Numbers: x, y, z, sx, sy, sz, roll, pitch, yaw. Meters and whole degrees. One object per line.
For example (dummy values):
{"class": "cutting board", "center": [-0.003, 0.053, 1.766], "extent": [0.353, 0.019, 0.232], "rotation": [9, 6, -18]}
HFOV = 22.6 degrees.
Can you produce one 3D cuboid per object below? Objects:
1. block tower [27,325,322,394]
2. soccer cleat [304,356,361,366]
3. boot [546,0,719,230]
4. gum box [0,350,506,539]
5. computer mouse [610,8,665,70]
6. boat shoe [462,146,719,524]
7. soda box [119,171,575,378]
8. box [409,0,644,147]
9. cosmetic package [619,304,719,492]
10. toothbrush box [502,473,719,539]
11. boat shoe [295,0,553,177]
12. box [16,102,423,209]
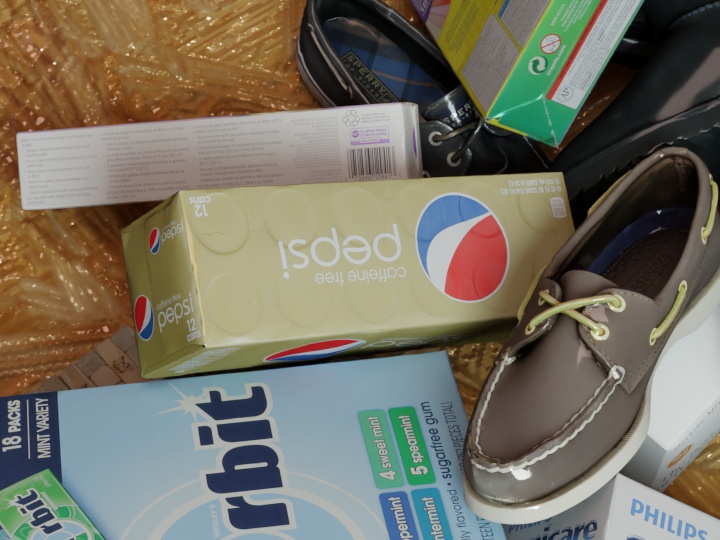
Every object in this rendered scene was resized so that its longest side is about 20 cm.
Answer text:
{"class": "block tower", "center": [-0.080, 0.048, 0.842], "extent": [0.200, 0.058, 0.054], "rotation": [-37, 38, -14]}
{"class": "soccer cleat", "center": [-0.047, 0.123, 0.806], "extent": [0.073, 0.068, 0.200], "rotation": [37, 66, 21]}
{"class": "boot", "center": [0.148, -0.124, 0.869], "extent": [0.198, 0.073, 0.163], "rotation": [-30, 63, 10]}
{"class": "gum box", "center": [-0.046, 0.109, 0.719], "extent": [0.199, 0.045, 0.170], "rotation": [-5, 38, -8]}
{"class": "computer mouse", "center": [0.194, -0.131, 0.936], "extent": [0.199, 0.053, 0.139], "rotation": [13, 75, 4]}
{"class": "boat shoe", "center": [0.097, 0.022, 0.740], "extent": [0.072, 0.060, 0.200], "rotation": [11, 41, 33]}
{"class": "soda box", "center": [0.000, 0.000, 0.788], "extent": [0.199, 0.064, 0.068], "rotation": [-4, 78, -33]}
{"class": "box", "center": [0.076, -0.158, 0.888], "extent": [0.048, 0.118, 0.200], "rotation": [18, 26, -26]}
{"class": "cosmetic package", "center": [0.185, 0.017, 0.844], "extent": [0.051, 0.083, 0.200], "rotation": [40, 71, 20]}
{"class": "toothbrush box", "center": [0.118, 0.203, 0.716], "extent": [0.146, 0.085, 0.201], "rotation": [25, 63, -22]}
{"class": "boat shoe", "center": [0.042, -0.075, 0.903], "extent": [0.070, 0.066, 0.200], "rotation": [-37, 68, -15]}
{"class": "box", "center": [-0.069, -0.056, 0.882], "extent": [0.199, 0.039, 0.042], "rotation": [-4, 93, 14]}
